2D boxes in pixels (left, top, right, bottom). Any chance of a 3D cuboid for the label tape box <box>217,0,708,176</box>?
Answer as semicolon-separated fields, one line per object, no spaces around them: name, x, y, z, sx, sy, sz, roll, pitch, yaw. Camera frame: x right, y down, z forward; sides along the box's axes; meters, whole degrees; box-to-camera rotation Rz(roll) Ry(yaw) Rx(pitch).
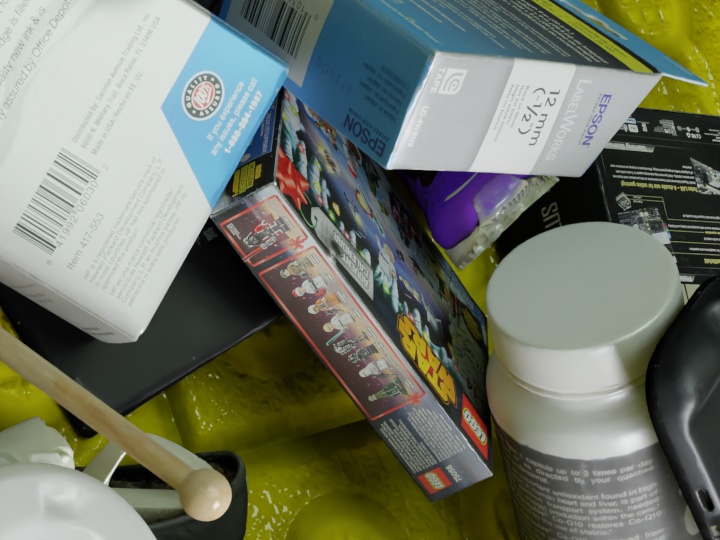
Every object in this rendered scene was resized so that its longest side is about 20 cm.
label tape box;0.051;-0.104;1.144;0.200;0.066;0.143;3;28;-45

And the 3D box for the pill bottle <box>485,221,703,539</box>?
pill bottle;0.125;0.082;1.187;0.113;0.113;0.200;-58;145;-40

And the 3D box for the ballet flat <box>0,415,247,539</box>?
ballet flat;-0.132;0.100;1.053;0.199;0.069;0.068;4;27;-43

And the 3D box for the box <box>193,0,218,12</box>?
box;-0.151;-0.195;1.077;0.200;0.160;0.044;32;91;4

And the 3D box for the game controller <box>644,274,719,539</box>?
game controller;0.193;0.103;1.128;0.104;0.042;0.201;-42;116;-35

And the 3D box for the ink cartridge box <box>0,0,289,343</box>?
ink cartridge box;-0.157;-0.080;1.058;0.200;0.086;0.147;32;78;-15

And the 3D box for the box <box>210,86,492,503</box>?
box;0.000;0.000;1.164;0.200;0.040;0.137;53;22;-28

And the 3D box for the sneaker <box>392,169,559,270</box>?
sneaker;0.039;-0.066;1.222;0.100;0.070;0.200;46;4;-10

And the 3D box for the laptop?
laptop;-0.110;-0.045;1.180;0.200;0.116;0.188;-32;92;-15

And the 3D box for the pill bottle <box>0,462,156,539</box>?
pill bottle;-0.168;0.153;0.911;0.114;0.200;0.115;17;61;-34

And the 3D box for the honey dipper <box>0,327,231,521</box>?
honey dipper;-0.136;0.049;1.031;0.200;0.038;0.038;35;45;17

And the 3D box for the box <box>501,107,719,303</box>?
box;0.184;-0.001;1.350;0.199;0.086;0.164;2;69;-41

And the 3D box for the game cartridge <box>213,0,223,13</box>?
game cartridge;-0.037;-0.198;1.272;0.200;0.038;0.130;-8;72;-52
